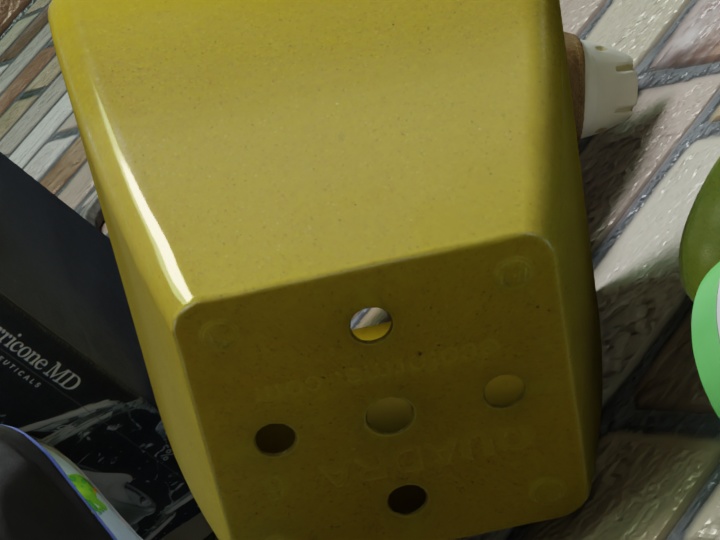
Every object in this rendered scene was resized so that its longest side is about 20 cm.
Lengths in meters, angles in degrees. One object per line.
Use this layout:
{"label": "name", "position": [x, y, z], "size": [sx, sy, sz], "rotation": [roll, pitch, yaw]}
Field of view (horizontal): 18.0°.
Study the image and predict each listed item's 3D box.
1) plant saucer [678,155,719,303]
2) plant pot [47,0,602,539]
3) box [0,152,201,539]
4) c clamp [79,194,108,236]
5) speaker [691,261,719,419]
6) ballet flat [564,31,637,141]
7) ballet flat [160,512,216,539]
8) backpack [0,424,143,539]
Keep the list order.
{"label": "plant saucer", "position": [0.206, -0.047, 0.847], "size": [0.200, 0.031, 0.200], "rotation": [-39, 20, 17]}
{"label": "plant pot", "position": [0.000, 0.000, 0.873], "size": [0.200, 0.200, 0.177], "rotation": [-12, 36, 0]}
{"label": "box", "position": [-0.192, 0.063, 1.026], "size": [0.196, 0.200, 0.124], "rotation": [-36, 48, 12]}
{"label": "c clamp", "position": [-0.167, -0.069, 1.712], "size": [0.171, 0.027, 0.200], "rotation": [-40, 18, 14]}
{"label": "speaker", "position": [0.197, -0.001, 0.680], "size": [0.200, 0.088, 0.089], "rotation": [-26, 26, 44]}
{"label": "ballet flat", "position": [0.097, -0.091, 1.117], "size": [0.200, 0.072, 0.068], "rotation": [-104, 16, -82]}
{"label": "ballet flat", "position": [-0.118, 0.134, 1.099], "size": [0.200, 0.074, 0.074], "rotation": [-45, 18, 5]}
{"label": "backpack", "position": [-0.162, 0.182, 0.926], "size": [0.200, 0.183, 0.147], "rotation": [-42, -3, 23]}
